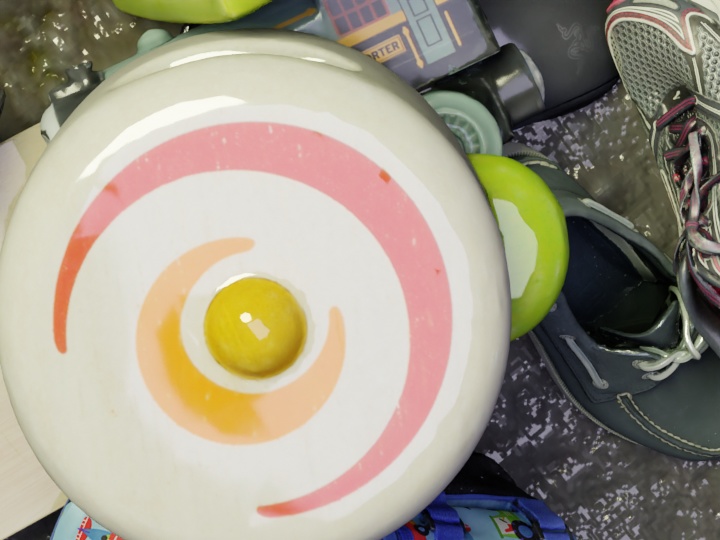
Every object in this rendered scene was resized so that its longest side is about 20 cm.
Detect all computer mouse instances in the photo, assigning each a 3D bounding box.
[{"bbox_3d":[0.028,-0.057,1.082,0.199,0.046,0.141,-8,102,-11],"label":"computer mouse"}]

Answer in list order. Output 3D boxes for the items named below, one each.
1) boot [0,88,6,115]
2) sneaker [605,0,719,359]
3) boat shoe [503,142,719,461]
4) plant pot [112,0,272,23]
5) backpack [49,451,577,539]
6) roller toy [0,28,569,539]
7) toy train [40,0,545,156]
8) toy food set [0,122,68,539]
[{"bbox_3d":[-0.198,-0.089,1.002,0.131,0.070,0.201,20,97,-3],"label":"boot"},{"bbox_3d":[0.155,-0.029,1.053,0.074,0.081,0.201,-22,79,-28],"label":"sneaker"},{"bbox_3d":[0.114,0.026,1.091,0.073,0.062,0.200,-46,122,-3],"label":"boat shoe"},{"bbox_3d":[-0.036,-0.221,0.964,0.181,0.200,0.200,-27,105,-12],"label":"plant pot"},{"bbox_3d":[-0.030,0.152,1.037,0.199,0.134,0.183,10,99,-36],"label":"backpack"},{"bbox_3d":[-0.040,0.011,0.913,0.182,0.140,0.200,40,97,-8],"label":"roller toy"},{"bbox_3d":[-0.029,-0.060,1.016,0.199,0.085,0.114,-25,98,2],"label":"toy train"},{"bbox_3d":[-0.172,0.041,1.059,0.199,0.060,0.144,-29,94,-7],"label":"toy food set"}]
